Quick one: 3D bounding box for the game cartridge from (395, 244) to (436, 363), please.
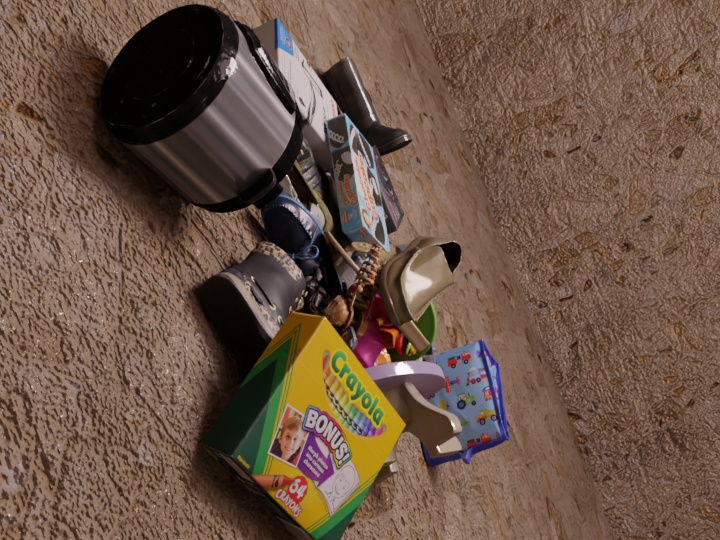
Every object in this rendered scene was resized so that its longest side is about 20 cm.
[{"bbox_3d":[0.099,0.062,1.461,0.130,0.038,0.202,-114,-163,-75],"label":"game cartridge"}]

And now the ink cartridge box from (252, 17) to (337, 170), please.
[{"bbox_3d":[-0.111,-0.262,1.281,0.200,0.084,0.147,48,28,-48],"label":"ink cartridge box"}]

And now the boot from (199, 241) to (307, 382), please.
[{"bbox_3d":[-0.100,0.068,0.975,0.201,0.073,0.151,58,23,-12],"label":"boot"}]

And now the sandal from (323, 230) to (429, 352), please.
[{"bbox_3d":[0.041,0.010,1.136,0.212,0.069,0.078,51,0,-2],"label":"sandal"}]

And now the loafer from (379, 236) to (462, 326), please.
[{"bbox_3d":[0.082,0.003,1.076,0.077,0.067,0.200,64,30,-20],"label":"loafer"}]

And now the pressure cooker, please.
[{"bbox_3d":[-0.161,-0.164,0.901,0.200,0.177,0.178,47,52,-49],"label":"pressure cooker"}]

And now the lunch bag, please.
[{"bbox_3d":[0.175,0.244,1.444,0.094,0.149,0.201,52,25,-41],"label":"lunch bag"}]

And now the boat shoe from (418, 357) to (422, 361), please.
[{"bbox_3d":[0.075,0.146,1.397,0.201,0.071,0.062,-89,157,-50],"label":"boat shoe"}]

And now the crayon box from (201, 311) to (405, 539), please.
[{"bbox_3d":[-0.052,0.176,0.885,0.173,0.058,0.201,-55,131,-26],"label":"crayon box"}]

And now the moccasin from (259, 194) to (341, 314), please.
[{"bbox_3d":[-0.074,-0.013,1.129,0.201,0.080,0.069,57,26,-30],"label":"moccasin"}]

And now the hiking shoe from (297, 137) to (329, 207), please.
[{"bbox_3d":[-0.091,-0.130,1.209,0.200,0.075,0.102,41,30,-57],"label":"hiking shoe"}]

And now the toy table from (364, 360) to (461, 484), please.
[{"bbox_3d":[0.052,0.206,1.128,0.198,0.184,0.118,-4,60,-33],"label":"toy table"}]

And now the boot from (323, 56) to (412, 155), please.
[{"bbox_3d":[0.011,-0.322,1.609,0.072,0.181,0.202,-19,96,-35],"label":"boot"}]

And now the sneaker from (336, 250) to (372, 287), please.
[{"bbox_3d":[0.000,0.000,1.372,0.082,0.074,0.200,45,13,25],"label":"sneaker"}]

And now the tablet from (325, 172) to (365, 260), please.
[{"bbox_3d":[-0.028,-0.091,1.346,0.200,0.014,0.131,-115,-177,-77],"label":"tablet"}]

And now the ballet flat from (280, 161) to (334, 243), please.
[{"bbox_3d":[-0.093,-0.099,1.146,0.071,0.070,0.201,-86,152,-53],"label":"ballet flat"}]

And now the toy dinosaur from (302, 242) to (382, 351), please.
[{"bbox_3d":[-0.026,0.063,1.051,0.102,0.200,0.136,54,-12,-29],"label":"toy dinosaur"}]

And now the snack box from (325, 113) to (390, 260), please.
[{"bbox_3d":[-0.003,-0.128,1.269,0.116,0.037,0.202,42,35,-59],"label":"snack box"}]

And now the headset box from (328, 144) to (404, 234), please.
[{"bbox_3d":[0.014,-0.139,1.486,0.200,0.074,0.150,-60,127,-76],"label":"headset box"}]

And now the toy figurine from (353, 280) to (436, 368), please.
[{"bbox_3d":[0.010,0.120,1.210,0.184,0.149,0.202,-28,122,-58],"label":"toy figurine"}]
